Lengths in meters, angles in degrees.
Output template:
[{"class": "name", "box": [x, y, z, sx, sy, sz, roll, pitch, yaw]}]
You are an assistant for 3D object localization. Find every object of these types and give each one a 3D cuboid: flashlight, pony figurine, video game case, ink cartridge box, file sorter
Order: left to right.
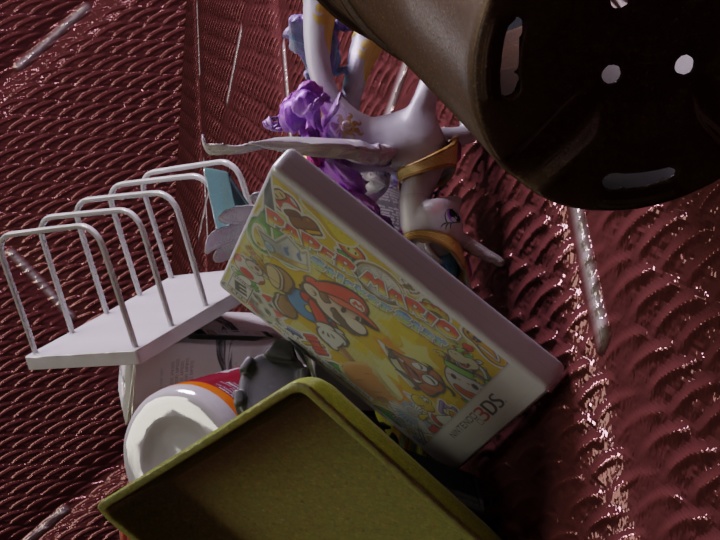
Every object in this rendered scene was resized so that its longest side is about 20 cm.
[{"class": "file sorter", "box": [-0.194, -0.009, 1.393, 0.139, 0.200, 0.125, -5, 107, 37]}, {"class": "ink cartridge box", "box": [-0.119, 0.091, 1.474, 0.147, 0.200, 0.083, -138, 53, -74]}, {"class": "flashlight", "box": [-0.047, 0.129, 1.097, 0.068, 0.068, 0.200, 52, 169, 28]}, {"class": "pony figurine", "box": [-0.003, -0.081, 1.027, 0.167, 0.193, 0.200, 97, 175, -67]}, {"class": "video game case", "box": [0.010, 0.032, 0.962, 0.023, 0.200, 0.182, -50, -3, -26]}]

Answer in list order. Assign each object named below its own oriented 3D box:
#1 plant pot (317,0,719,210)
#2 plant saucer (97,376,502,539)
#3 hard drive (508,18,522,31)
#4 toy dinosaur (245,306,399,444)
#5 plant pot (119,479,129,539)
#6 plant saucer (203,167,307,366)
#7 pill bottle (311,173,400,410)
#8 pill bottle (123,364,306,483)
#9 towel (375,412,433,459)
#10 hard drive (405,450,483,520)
[{"class": "plant pot", "box": [0.082, -0.138, 0.658, 0.198, 0.200, 0.201, -117, 31, -52]}, {"class": "plant saucer", "box": [-0.023, 0.153, 0.959, 0.200, 0.200, 0.048, -33, 22, 37]}, {"class": "hard drive", "box": [0.103, -0.176, 0.876, 0.200, 0.042, 0.135, 106, 162, -48]}, {"class": "toy dinosaur", "box": [-0.015, 0.102, 1.169, 0.200, 0.047, 0.088, 52, 175, 7]}, {"class": "plant pot", "box": [-0.095, 0.240, 1.404, 0.195, 0.200, 0.201, -166, 78, -69]}, {"class": "plant saucer", "box": [-0.067, 0.003, 1.179, 0.200, 0.019, 0.070, 59, -168, -52]}, {"class": "pill bottle", "box": [0.000, 0.000, 1.146, 0.200, 0.116, 0.117, -103, 20, -51]}, {"class": "pill bottle", "box": [-0.085, 0.131, 1.249, 0.200, 0.113, 0.113, -11, -73, -61]}, {"class": "towel", "box": [0.028, 0.121, 1.233, 0.200, 0.018, 0.086, -117, 35, -67]}, {"class": "hard drive", "box": [0.002, 0.186, 1.050, 0.042, 0.135, 0.200, -67, -4, -47]}]
